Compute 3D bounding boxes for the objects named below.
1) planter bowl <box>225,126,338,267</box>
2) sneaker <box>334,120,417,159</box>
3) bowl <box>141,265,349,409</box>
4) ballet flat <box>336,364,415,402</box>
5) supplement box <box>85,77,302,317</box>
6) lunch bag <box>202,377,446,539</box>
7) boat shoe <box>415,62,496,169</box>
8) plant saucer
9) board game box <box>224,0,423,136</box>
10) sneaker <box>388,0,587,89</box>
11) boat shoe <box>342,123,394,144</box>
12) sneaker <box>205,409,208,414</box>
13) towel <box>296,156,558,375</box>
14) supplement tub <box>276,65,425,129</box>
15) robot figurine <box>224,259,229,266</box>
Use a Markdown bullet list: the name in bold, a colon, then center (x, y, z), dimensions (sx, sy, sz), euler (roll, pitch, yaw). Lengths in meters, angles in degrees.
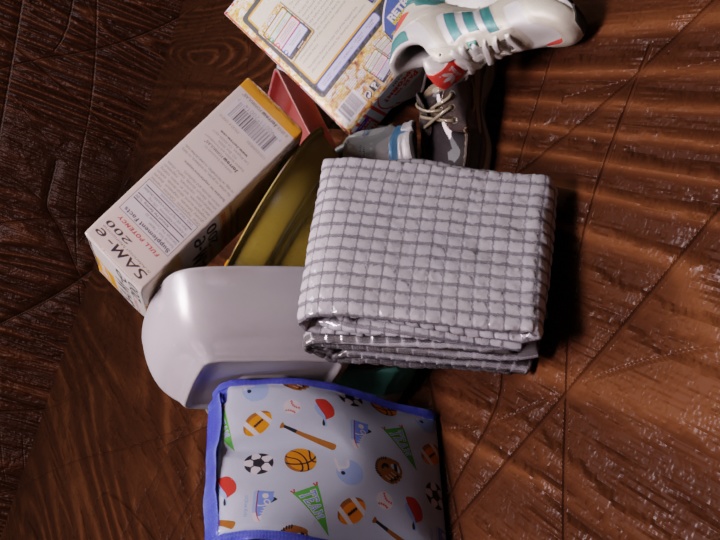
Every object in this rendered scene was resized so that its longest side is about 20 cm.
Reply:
- **planter bowl**: center (-0.053, -0.026, 1.090), dimensions (0.202, 0.083, 0.200), euler (-59, -3, -5)
- **sneaker**: center (0.015, -0.112, 1.183), dimensions (0.200, 0.085, 0.076), euler (59, -152, -84)
- **bowl**: center (-0.091, 0.068, 1.041), dimensions (0.200, 0.197, 0.076), euler (125, 144, -60)
- **ballet flat**: center (0.006, 0.110, 1.147), dimensions (0.199, 0.066, 0.072), euler (-179, 83, -68)
- **supplement box**: center (-0.145, -0.060, 1.045), dimensions (0.200, 0.073, 0.126), euler (-46, -5, -14)
- **lunch bag**: center (-0.039, 0.189, 0.985), dimensions (0.124, 0.197, 0.172), euler (-53, 28, 37)
- **boat shoe**: center (0.080, -0.149, 1.114), dimensions (0.074, 0.073, 0.203), euler (-15, 55, 33)
- **plant saucer**: center (-0.059, -0.099, 1.344), dimensions (0.202, 0.036, 0.201), euler (64, 155, 20)
- **board game box**: center (-0.023, -0.256, 1.198), dimensions (0.152, 0.200, 0.046), euler (-48, -18, 12)
- **sneaker**: center (0.107, -0.200, 1.043), dimensions (0.198, 0.070, 0.094), euler (14, 73, 40)
- **boat shoe**: center (-0.012, -0.117, 1.362), dimensions (0.201, 0.060, 0.073), euler (-34, 42, 57)
- **sneaker**: center (-0.106, 0.202, 1.305), dimensions (0.201, 0.076, 0.086), euler (58, 173, 34)
- **towel**: center (0.056, -0.004, 0.942), dimensions (0.086, 0.196, 0.168), euler (84, -168, -54)
- **supplement tub**: center (-0.007, -0.244, 1.339), dimensions (0.199, 0.144, 0.148), euler (-16, 58, 65)
- **robot figurine**: center (-0.129, 0.051, 1.310), dimensions (0.146, 0.058, 0.200), euler (-59, 23, 11)
